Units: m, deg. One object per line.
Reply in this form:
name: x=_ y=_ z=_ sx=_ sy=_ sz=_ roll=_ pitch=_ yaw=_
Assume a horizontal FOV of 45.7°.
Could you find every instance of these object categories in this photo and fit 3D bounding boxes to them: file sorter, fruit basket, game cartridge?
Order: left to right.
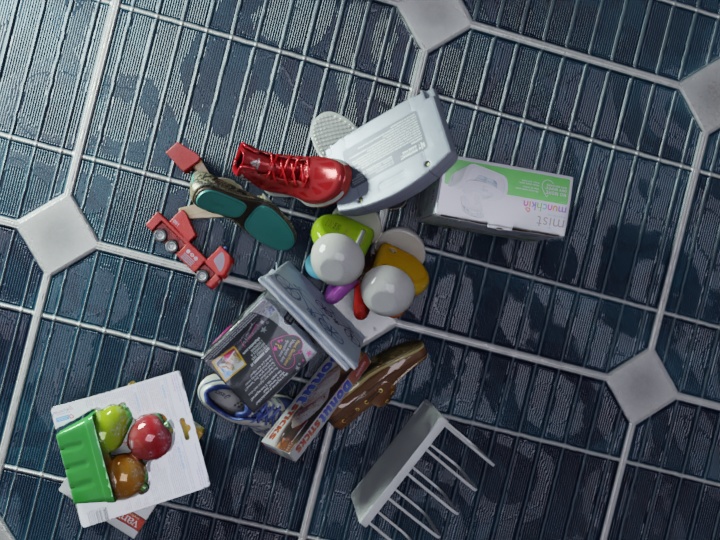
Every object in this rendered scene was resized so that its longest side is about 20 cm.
fruit basket: x=-0.347 y=0.268 z=1.297 sx=0.198 sy=0.094 sz=0.187 roll=-16 pitch=90 yaw=-17
game cartridge: x=0.044 y=-0.165 z=1.257 sx=0.199 sy=0.041 sz=0.134 roll=-26 pitch=69 yaw=25
file sorter: x=0.098 y=0.329 z=1.341 sx=0.124 sy=0.139 sz=0.201 roll=38 pitch=88 yaw=-7

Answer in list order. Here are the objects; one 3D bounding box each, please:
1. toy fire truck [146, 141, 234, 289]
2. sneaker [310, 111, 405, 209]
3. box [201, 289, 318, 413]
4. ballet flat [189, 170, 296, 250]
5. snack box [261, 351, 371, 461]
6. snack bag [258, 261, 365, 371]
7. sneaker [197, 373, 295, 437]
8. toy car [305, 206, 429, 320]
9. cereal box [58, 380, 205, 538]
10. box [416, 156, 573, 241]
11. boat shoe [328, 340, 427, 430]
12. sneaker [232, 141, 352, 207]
toy fire truck: x=-0.257 y=-0.085 z=1.345 sx=0.200 sy=0.049 sz=0.141 roll=44 pitch=86 yaw=-5
sneaker: x=-0.002 y=-0.166 z=1.357 sx=0.078 sy=0.079 sz=0.200 roll=-42 pitch=69 yaw=1
box: x=-0.140 y=0.110 z=1.280 sx=0.132 sy=0.200 sz=0.115 roll=-44 pitch=95 yaw=2
ballet flat: x=-0.180 y=-0.102 z=1.330 sx=0.199 sy=0.076 sz=0.068 roll=28 pitch=121 yaw=-37
snack box: x=-0.066 y=0.201 z=1.320 sx=0.200 sy=0.072 sz=0.024 roll=-51 pitch=125 yaw=-26
snack bag: x=-0.069 y=0.062 z=1.293 sx=0.189 sy=0.200 sz=0.021 roll=45 pitch=99 yaw=-3
sneaker: x=-0.163 y=0.225 z=1.341 sx=0.198 sy=0.088 sz=0.076 roll=18 pitch=88 yaw=-7
toy car: x=0.000 y=0.000 z=1.331 sx=0.199 sy=0.176 sz=0.150 roll=31 pitch=125 yaw=-5
cereal box: x=-0.358 y=0.298 z=1.348 sx=0.143 sy=0.040 sz=0.201 roll=33 pitch=88 yaw=-3
box: x=0.201 y=-0.106 z=1.320 sx=0.198 sy=0.176 sz=0.098 roll=10 pitch=88 yaw=-4
boat shoe: x=0.025 y=0.182 z=1.368 sx=0.199 sy=0.072 sz=0.068 roll=-33 pitch=99 yaw=3
sneaker: x=-0.115 y=-0.143 z=1.272 sx=0.115 sy=0.199 sz=0.079 roll=13 pitch=82 yaw=-48
